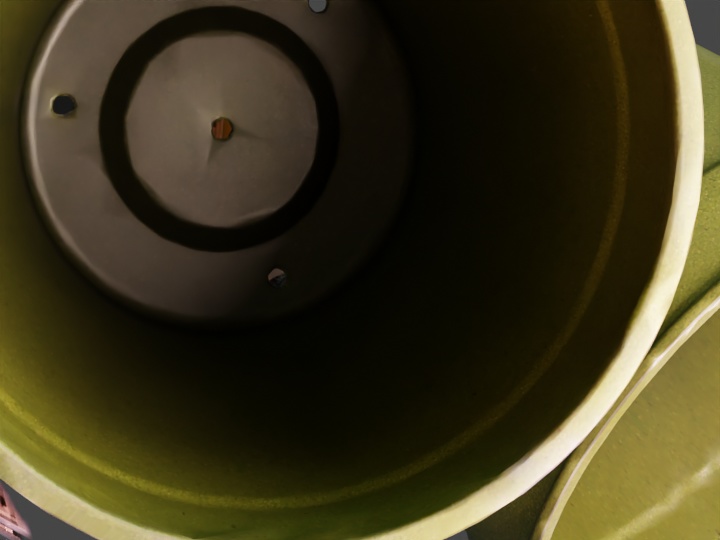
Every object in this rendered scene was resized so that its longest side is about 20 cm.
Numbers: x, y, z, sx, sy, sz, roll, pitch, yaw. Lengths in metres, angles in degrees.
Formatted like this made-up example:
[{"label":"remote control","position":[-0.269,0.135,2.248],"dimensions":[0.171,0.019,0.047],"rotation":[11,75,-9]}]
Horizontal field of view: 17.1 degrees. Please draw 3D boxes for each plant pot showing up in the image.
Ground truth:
[{"label":"plant pot","position":[0.072,-0.007,0.815],"dimensions":[0.193,0.201,0.200],"rotation":[46,12,30]},{"label":"plant pot","position":[-0.030,-0.037,0.644],"dimensions":[0.200,0.201,0.193],"rotation":[37,-1,-8]}]

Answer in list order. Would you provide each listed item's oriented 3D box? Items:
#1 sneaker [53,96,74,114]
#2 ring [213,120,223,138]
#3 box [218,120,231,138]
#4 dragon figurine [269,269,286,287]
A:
[{"label":"sneaker","position":[-0.123,-0.073,0.770],"dimensions":[0.071,0.083,0.199],"rotation":[44,11,36]},{"label":"ring","position":[-0.113,-0.146,1.112],"dimensions":[0.201,0.019,0.201],"rotation":[58,14,-24]},{"label":"box","position":[-0.019,-0.047,1.192],"dimensions":[0.119,0.042,0.200],"rotation":[36,12,-18]},{"label":"dragon figurine","position":[0.000,0.000,0.968],"dimensions":[0.099,0.059,0.200],"rotation":[34,11,-28]}]
